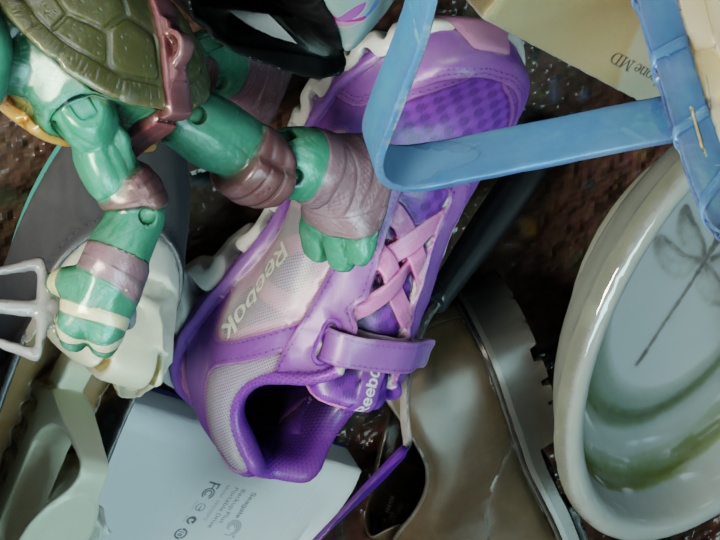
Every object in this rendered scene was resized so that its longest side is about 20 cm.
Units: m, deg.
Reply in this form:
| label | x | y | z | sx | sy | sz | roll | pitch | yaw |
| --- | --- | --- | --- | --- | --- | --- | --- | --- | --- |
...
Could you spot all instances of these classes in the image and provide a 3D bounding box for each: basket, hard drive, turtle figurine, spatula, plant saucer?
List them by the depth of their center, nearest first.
| label | x | y | z | sx | sy | sz | roll | pitch | yaw |
| --- | --- | --- | --- | --- | --- | --- | --- | --- | --- |
| basket | 0.106 | -0.087 | 0.874 | 0.199 | 0.139 | 0.176 | -11 | 154 | -17 |
| turtle figurine | -0.086 | -0.048 | 0.899 | 0.200 | 0.150 | 0.101 | 5 | 142 | -45 |
| spatula | 0.025 | 0.029 | 1.059 | 0.021 | 0.057 | 0.200 | 28 | 76 | 0 |
| hard drive | -0.112 | 0.098 | 1.091 | 0.200 | 0.025 | 0.132 | 19 | 114 | -39 |
| plant saucer | 0.133 | 0.007 | 1.116 | 0.200 | 0.050 | 0.201 | -30 | 136 | -33 |

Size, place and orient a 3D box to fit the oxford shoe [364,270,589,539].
| label | x | y | z | sx | sy | sz | roll | pitch | yaw |
| --- | --- | --- | --- | --- | --- | --- | --- | --- | --- |
| oxford shoe | 0.043 | 0.096 | 1.150 | 0.084 | 0.073 | 0.200 | -24 | 121 | -7 |

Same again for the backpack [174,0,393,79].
| label | x | y | z | sx | sy | sz | roll | pitch | yaw |
| --- | --- | --- | --- | --- | --- | --- | --- | --- | --- |
| backpack | -0.028 | -0.151 | 0.853 | 0.126 | 0.167 | 0.200 | -36 | 142 | 2 |

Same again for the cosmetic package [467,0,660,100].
| label | x | y | z | sx | sy | sz | roll | pitch | yaw |
| --- | --- | --- | --- | --- | --- | --- | --- | --- | --- |
| cosmetic package | 0.118 | -0.161 | 0.978 | 0.105 | 0.071 | 0.200 | 21 | 113 | -39 |

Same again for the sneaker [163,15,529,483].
| label | x | y | z | sx | sy | sz | roll | pitch | yaw |
| --- | --- | --- | --- | --- | --- | --- | --- | --- | --- |
| sneaker | 0.000 | 0.000 | 1.011 | 0.080 | 0.089 | 0.200 | 13 | 129 | -34 |

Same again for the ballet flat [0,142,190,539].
| label | x | y | z | sx | sy | sz | roll | pitch | yaw |
| --- | --- | --- | --- | --- | --- | --- | --- | --- | --- |
| ballet flat | -0.098 | 0.041 | 0.995 | 0.073 | 0.073 | 0.201 | 17 | 102 | -37 |
